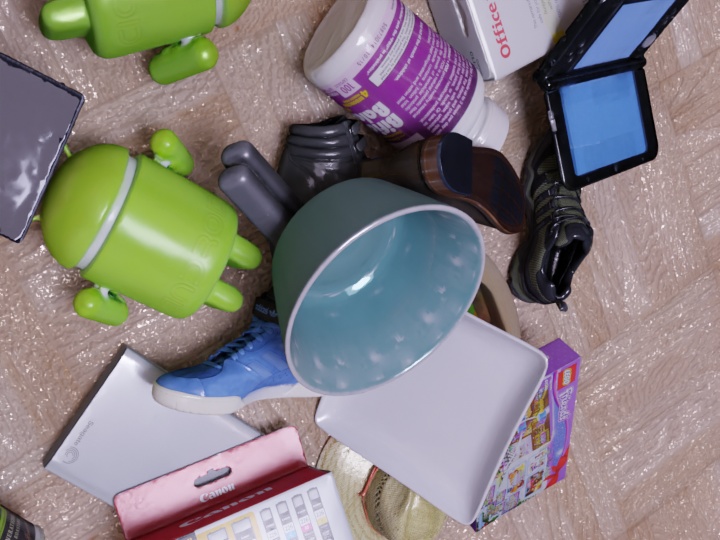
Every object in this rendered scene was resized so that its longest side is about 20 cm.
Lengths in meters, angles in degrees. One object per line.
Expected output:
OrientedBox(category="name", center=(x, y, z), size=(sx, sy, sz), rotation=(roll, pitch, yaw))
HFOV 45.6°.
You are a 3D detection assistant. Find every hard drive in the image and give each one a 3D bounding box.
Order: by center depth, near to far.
OrientedBox(category="hard drive", center=(-0.186, 0.182, 0.838), size=(0.199, 0.027, 0.133), rotation=(38, 82, -23))

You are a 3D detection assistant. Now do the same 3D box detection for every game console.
OrientedBox(category="game console", center=(0.287, -0.201, 0.905), size=(0.198, 0.176, 0.117), rotation=(-21, 68, -40))

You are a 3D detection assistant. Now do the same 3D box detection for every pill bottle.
OrientedBox(category="pill bottle", center=(0.050, -0.177, 0.836), size=(0.199, 0.112, 0.113), rotation=(33, 85, -27))

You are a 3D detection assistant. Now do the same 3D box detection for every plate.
OrientedBox(category="plate", center=(0.066, 0.118, 0.850), size=(0.032, 0.198, 0.202), rotation=(-20, 135, -60))

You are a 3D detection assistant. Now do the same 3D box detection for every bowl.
OrientedBox(category="bowl", center=(0.000, 0.000, 0.753), size=(0.198, 0.105, 0.203), rotation=(-23, 138, -22))

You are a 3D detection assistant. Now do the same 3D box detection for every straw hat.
OrientedBox(category="straw hat", center=(0.049, 0.246, 0.919), size=(0.198, 0.085, 0.205), rotation=(-4, 100, -22))

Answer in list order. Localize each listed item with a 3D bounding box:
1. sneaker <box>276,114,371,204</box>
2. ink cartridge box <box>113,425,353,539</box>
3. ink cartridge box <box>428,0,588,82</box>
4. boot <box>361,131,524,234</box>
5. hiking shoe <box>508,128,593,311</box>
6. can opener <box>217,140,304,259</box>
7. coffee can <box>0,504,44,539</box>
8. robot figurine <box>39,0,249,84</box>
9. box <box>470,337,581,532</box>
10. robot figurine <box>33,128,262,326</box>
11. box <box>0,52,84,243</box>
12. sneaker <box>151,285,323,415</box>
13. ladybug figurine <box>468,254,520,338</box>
OrientedBox(category="sneaker", center=(0.009, -0.100, 0.854), size=(0.196, 0.071, 0.101), rotation=(4, 102, -20))
OrientedBox(category="ink cartridge box", center=(-0.112, 0.263, 0.801), size=(0.197, 0.084, 0.178), rotation=(-19, 89, -21))
OrientedBox(category="ink cartridge box", center=(0.170, -0.303, 0.886), size=(0.198, 0.083, 0.147), rotation=(-30, 110, -18))
OrientedBox(category="boot", center=(0.087, -0.080, 0.834), size=(0.199, 0.096, 0.076), rotation=(25, 68, -52))
OrientedBox(category="hiking shoe", center=(0.226, -0.058, 0.940), size=(0.074, 0.100, 0.204), rotation=(5, 97, -24))
OrientedBox(category="can opener", center=(-0.080, -0.037, 0.792), size=(0.200, 0.066, 0.054), rotation=(50, 34, -48))
OrientedBox(category="coffee can", center=(-0.383, 0.225, 0.693), size=(0.200, 0.146, 0.147), rotation=(42, 81, -24))
OrientedBox(category="robot figurine", center=(-0.175, -0.250, 0.717), size=(0.197, 0.115, 0.178), rotation=(-21, 101, -19))
OrientedBox(category="box", center=(0.172, 0.184, 0.943), size=(0.135, 0.039, 0.203), rotation=(-23, 131, -22))
OrientedBox(category="robot figurine", center=(-0.188, -0.033, 0.754), size=(0.198, 0.115, 0.178), rotation=(27, 82, -25))
OrientedBox(category="box", center=(-0.325, -0.122, 0.633), size=(0.195, 0.199, 0.119), rotation=(25, 89, -25))
OrientedBox(category="sneaker", center=(-0.104, 0.068, 0.815), size=(0.197, 0.076, 0.113), rotation=(-1, 103, -38))
OrientedBox(category="ladybug figurine", center=(0.098, 0.053, 0.917), size=(0.134, 0.072, 0.203), rotation=(-26, 108, -17))
